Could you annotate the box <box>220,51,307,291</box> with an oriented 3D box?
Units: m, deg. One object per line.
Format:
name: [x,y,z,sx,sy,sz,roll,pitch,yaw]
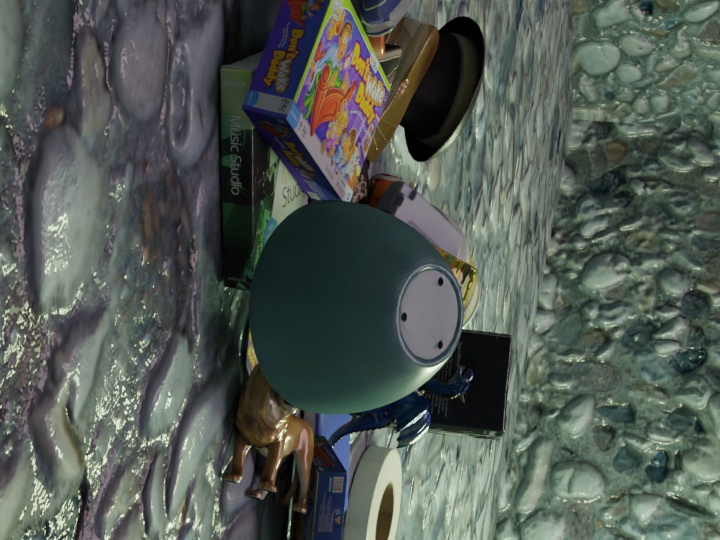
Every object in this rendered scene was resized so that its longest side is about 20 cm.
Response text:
box: [-0.087,-0.100,1.060,0.144,0.036,0.203,-48,141,-64]

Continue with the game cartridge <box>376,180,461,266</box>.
game cartridge: [0.037,0.021,1.252,0.133,0.040,0.202,38,72,-38]

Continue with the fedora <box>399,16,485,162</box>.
fedora: [0.075,-0.241,1.429,0.200,0.091,0.203,-43,-143,44]

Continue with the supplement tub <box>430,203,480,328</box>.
supplement tub: [0.081,0.002,1.514,0.200,0.142,0.147,59,40,-67]

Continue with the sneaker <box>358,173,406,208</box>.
sneaker: [0.051,-0.025,1.327,0.200,0.072,0.078,49,57,-36]

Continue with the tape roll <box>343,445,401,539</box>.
tape roll: [0.019,0.357,1.647,0.203,0.036,0.206,7,90,-76]

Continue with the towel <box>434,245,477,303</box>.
towel: [0.053,0.005,1.228,0.199,0.018,0.087,26,80,-44]

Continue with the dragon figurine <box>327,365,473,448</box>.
dragon figurine: [0.047,0.165,1.323,0.200,0.099,0.059,-44,157,-17]

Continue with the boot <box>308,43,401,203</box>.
boot: [-0.010,-0.164,1.241,0.200,0.072,0.153,-47,140,-59]

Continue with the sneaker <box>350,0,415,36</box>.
sneaker: [-0.021,-0.295,1.053,0.081,0.115,0.200,-50,-147,10]

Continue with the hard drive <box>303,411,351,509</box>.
hard drive: [-0.040,0.224,1.391,0.132,0.025,0.203,-44,138,-67]

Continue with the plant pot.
plant pot: [0.015,0.036,1.037,0.198,0.134,0.204,-2,92,-44]

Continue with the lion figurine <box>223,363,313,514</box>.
lion figurine: [-0.082,0.167,1.146,0.200,0.071,0.124,76,26,-68]

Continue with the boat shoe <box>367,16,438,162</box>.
boat shoe: [0.019,-0.208,1.339,0.202,0.069,0.074,-59,164,-7]

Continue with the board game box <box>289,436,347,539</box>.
board game box: [-0.051,0.300,1.258,0.135,0.034,0.204,-148,-118,-76]

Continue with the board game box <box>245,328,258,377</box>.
board game box: [-0.068,0.076,1.196,0.202,0.038,0.159,80,23,-46]

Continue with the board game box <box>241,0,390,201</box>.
board game box: [-0.035,-0.160,1.042,0.200,0.044,0.136,51,56,-67]

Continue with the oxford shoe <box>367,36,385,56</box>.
oxford shoe: [-0.016,-0.291,1.190,0.201,0.072,0.072,-94,178,-51]

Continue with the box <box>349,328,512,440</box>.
box: [0.093,0.144,1.466,0.200,0.193,0.126,62,33,-77]
